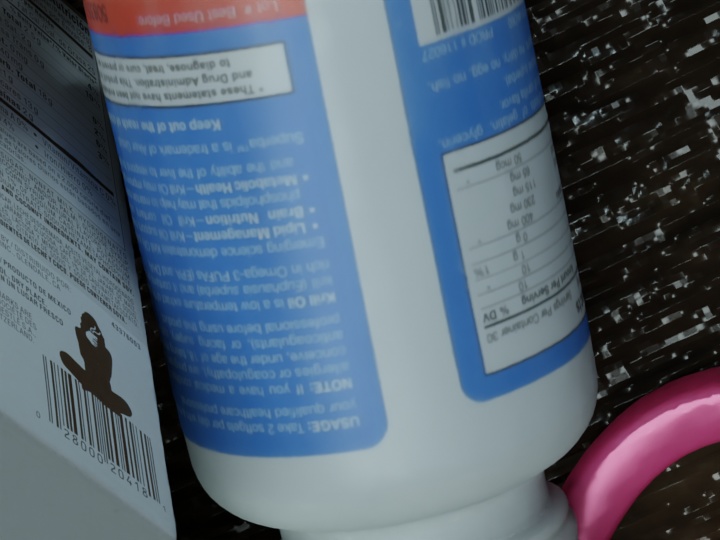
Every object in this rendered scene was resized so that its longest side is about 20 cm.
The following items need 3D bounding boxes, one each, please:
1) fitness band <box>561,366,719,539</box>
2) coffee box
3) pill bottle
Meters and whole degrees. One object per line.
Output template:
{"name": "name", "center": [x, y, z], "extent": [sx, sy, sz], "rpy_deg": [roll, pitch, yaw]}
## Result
{"name": "fitness band", "center": [0.142, 0.110, 0.818], "extent": [0.199, 0.037, 0.144], "rpy_deg": [27, 111, 4]}
{"name": "coffee box", "center": [-0.121, 0.008, 0.750], "extent": [0.114, 0.200, 0.080], "rpy_deg": [-36, 129, 18]}
{"name": "pill bottle", "center": [0.000, 0.000, 0.770], "extent": [0.112, 0.112, 0.201], "rpy_deg": [-8, 103, 14]}
